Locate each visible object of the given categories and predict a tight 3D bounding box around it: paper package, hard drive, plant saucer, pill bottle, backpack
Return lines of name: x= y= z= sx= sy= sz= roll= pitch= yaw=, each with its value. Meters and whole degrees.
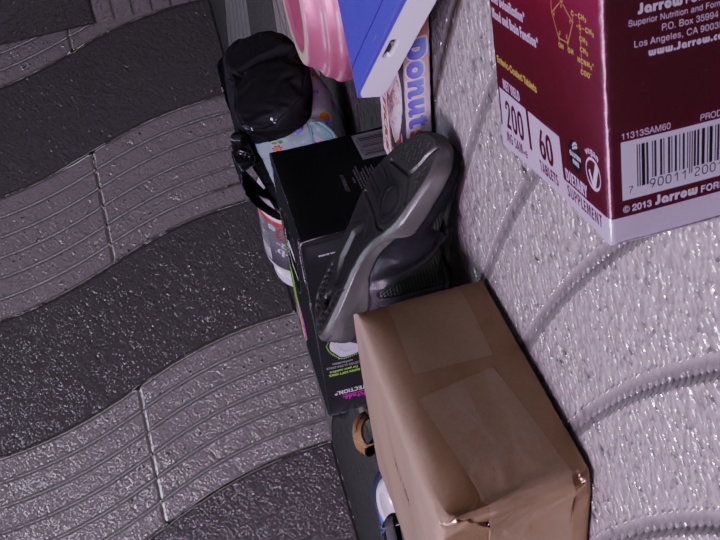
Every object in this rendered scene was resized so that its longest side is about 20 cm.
paper package: x=0.075 y=0.143 z=0.720 sx=0.201 sy=0.101 sz=0.193 roll=-114 pitch=13 yaw=-49
hard drive: x=0.003 y=-0.240 z=0.689 sx=0.132 sy=0.025 sz=0.204 roll=128 pitch=134 yaw=-67
plant saucer: x=-0.051 y=-0.292 z=1.048 sx=0.200 sy=0.050 sz=0.205 roll=166 pitch=91 yaw=-82
pill bottle: x=-0.089 y=-0.066 z=1.498 sx=0.201 sy=0.114 sz=0.118 roll=87 pitch=166 yaw=-59
backpack: x=-0.079 y=-0.152 z=1.166 sx=0.201 sy=0.124 sz=0.169 roll=67 pitch=-168 yaw=-52

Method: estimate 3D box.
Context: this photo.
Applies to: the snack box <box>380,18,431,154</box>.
snack box: x=0.032 y=-0.154 z=0.776 sx=0.202 sy=0.024 sz=0.073 roll=84 pitch=169 yaw=-45

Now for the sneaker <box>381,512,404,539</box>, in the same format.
sneaker: x=0.072 y=0.241 z=0.931 sx=0.201 sy=0.097 sz=0.072 roll=100 pitch=156 yaw=-69

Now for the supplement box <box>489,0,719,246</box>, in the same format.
supplement box: x=0.082 y=-0.125 z=0.338 sx=0.109 sy=0.060 sz=0.204 roll=-118 pitch=17 yaw=-63

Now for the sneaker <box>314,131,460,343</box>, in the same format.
sneaker: x=0.047 y=-0.016 z=0.789 sx=0.077 sy=0.112 sz=0.201 roll=-106 pitch=34 yaw=-47

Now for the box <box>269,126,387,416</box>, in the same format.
box: x=0.000 y=0.000 z=0.934 sx=0.150 sy=0.122 sz=0.203 roll=-113 pitch=13 yaw=-51

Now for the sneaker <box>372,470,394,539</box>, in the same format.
sneaker: x=0.068 y=0.334 z=1.252 sx=0.146 sy=0.079 sz=0.204 roll=70 pitch=-178 yaw=-84

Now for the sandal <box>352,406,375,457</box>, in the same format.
sandal: x=0.011 y=0.241 z=1.545 sx=0.200 sy=0.053 sz=0.083 roll=-122 pitch=19 yaw=-67
